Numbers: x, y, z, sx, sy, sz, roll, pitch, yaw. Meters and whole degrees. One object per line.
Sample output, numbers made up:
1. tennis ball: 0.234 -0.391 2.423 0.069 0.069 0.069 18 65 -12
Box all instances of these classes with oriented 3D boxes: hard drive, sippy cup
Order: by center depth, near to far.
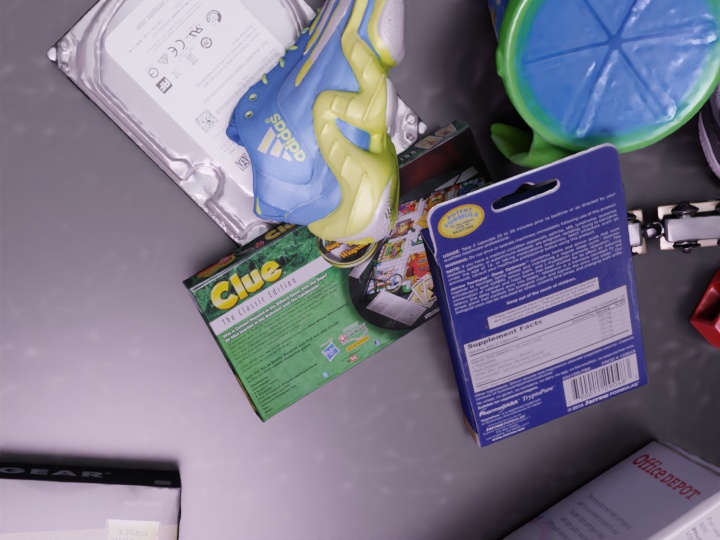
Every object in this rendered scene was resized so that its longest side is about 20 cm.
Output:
1. sippy cup: 0.135 -0.156 0.896 0.178 0.130 0.140 -32 120 8
2. hard drive: -0.075 -0.110 0.930 0.140 0.038 0.200 -45 98 -2

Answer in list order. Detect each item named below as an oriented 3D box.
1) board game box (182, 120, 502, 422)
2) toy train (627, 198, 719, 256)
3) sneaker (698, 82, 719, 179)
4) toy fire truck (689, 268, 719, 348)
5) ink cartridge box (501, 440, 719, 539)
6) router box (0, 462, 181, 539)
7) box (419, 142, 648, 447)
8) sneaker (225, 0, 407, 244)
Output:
1. board game box: 0.000 0.000 0.930 0.200 0.023 0.105 -30 118 -10
2. toy train: 0.215 -0.030 0.953 0.200 0.046 0.034 -6 102 6
3. sneaker: 0.238 -0.144 0.929 0.075 0.114 0.200 -23 96 -6
4. toy fire truck: 0.331 0.002 0.983 0.141 0.049 0.200 42 87 -6
5. ink cartridge box: 0.146 0.201 0.922 0.200 0.145 0.088 -34 98 -4
6. router box: -0.214 0.200 0.923 0.200 0.052 0.157 3 93 -8
7. box: 0.108 0.012 0.913 0.121 0.032 0.200 -20 131 -6
8. sneaker: -0.027 -0.116 0.879 0.105 0.076 0.200 2 79 3
